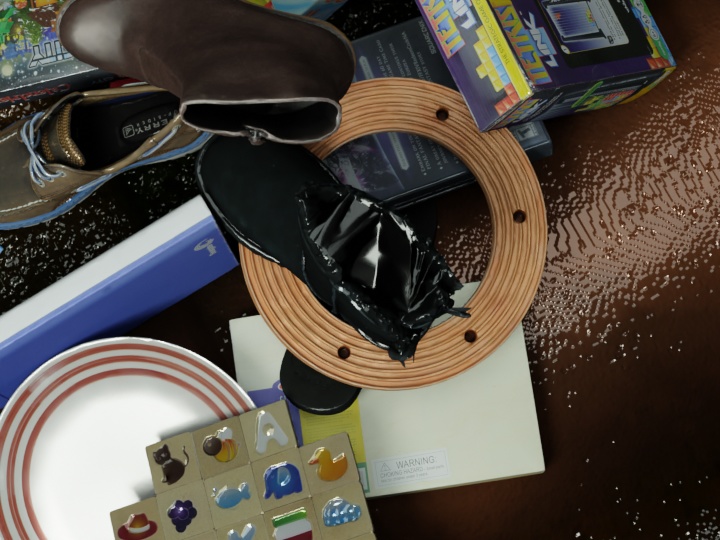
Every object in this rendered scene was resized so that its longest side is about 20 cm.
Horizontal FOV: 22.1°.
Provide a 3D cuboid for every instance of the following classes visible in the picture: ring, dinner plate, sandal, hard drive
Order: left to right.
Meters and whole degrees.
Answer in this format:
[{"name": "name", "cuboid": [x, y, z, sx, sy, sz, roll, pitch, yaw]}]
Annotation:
[{"name": "hard drive", "cuboid": [-0.176, 0.026, 1.201, 0.199, 0.132, 0.025, -31, 79, -3]}, {"name": "dinner plate", "cuboid": [-0.148, 0.141, 1.212, 0.198, 0.024, 0.202, 1, 100, 3]}, {"name": "sandal", "cuboid": [0.000, 0.000, 1.221, 0.074, 0.045, 0.201, 13, 62, 14]}, {"name": "ring", "cuboid": [0.021, -0.023, 1.187, 0.198, 0.019, 0.203, 0, 85, 0]}]

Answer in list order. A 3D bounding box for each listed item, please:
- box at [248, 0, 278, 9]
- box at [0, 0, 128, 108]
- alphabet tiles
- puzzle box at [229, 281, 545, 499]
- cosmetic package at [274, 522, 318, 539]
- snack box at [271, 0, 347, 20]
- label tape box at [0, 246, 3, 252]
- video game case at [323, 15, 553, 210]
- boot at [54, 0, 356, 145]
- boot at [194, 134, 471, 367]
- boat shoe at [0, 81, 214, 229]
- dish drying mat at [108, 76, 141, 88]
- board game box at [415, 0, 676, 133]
[{"name": "box", "cuboid": [-0.126, -0.221, 1.250, 0.075, 0.050, 0.201, -40, 97, -26]}, {"name": "box", "cuboid": [-0.259, -0.184, 1.283, 0.198, 0.038, 0.138, -13, 79, 5]}, {"name": "alphabet tiles", "cuboid": [-0.068, 0.189, 1.151, 0.165, 0.006, 0.202, -20, 69, 9]}, {"name": "puzzle box", "cuboid": [0.016, 0.084, 1.236, 0.198, 0.025, 0.134, -8, 80, 1]}, {"name": "cosmetic package", "cuboid": [-0.047, 0.276, 1.173, 0.106, 0.090, 0.201, 24, 78, 9]}, {"name": "snack box", "cuboid": [-0.009, -0.250, 1.176, 0.037, 0.200, 0.117, -16, 79, -37]}, {"name": "label tape box", "cuboid": [-0.354, 0.037, 1.242, 0.143, 0.063, 0.201, 26, 82, 6]}, {"name": "video game case", "cuboid": [0.014, -0.102, 1.246, 0.198, 0.019, 0.144, -20, 55, 0]}, {"name": "boot", "cuboid": [-0.102, -0.130, 1.138, 0.198, 0.167, 0.073, 5, 113, 0]}, {"name": "boot", "cuboid": [-0.022, -0.024, 1.096, 0.198, 0.162, 0.073, 44, 85, 4]}, {"name": "boat shoe", "cuboid": [-0.196, -0.087, 1.244, 0.198, 0.072, 0.073, -24, 83, 7]}, {"name": "dish drying mat", "cuboid": [-0.144, -0.194, 1.298, 0.076, 0.018, 0.202, -7, 81, 6]}, {"name": "board game box", "cuboid": [0.104, -0.199, 1.222, 0.164, 0.057, 0.201, -14, 75, -44]}]
